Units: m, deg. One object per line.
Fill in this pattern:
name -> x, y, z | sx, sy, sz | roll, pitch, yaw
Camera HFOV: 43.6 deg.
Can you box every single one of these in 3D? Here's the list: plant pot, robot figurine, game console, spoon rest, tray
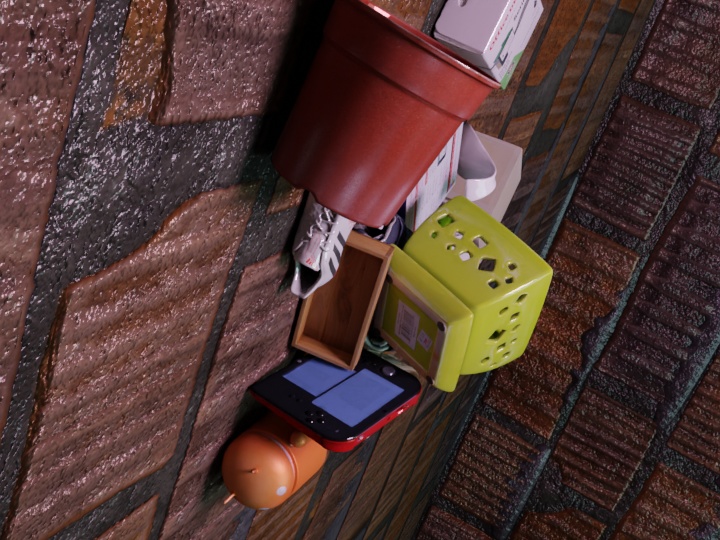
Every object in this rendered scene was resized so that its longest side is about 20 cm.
plant pot -> 0.133, 0.043, 1.321 | 0.181, 0.199, 0.200 | -29, 146, -30
robot figurine -> -0.125, 0.273, 1.313 | 0.200, 0.143, 0.117 | -29, 116, -61
game console -> -0.030, 0.169, 1.277 | 0.200, 0.177, 0.031 | -26, 137, -44
spoon rest -> 0.192, -0.179, 1.527 | 0.200, 0.060, 0.100 | -94, -178, -58
tray -> -0.027, 0.038, 1.267 | 0.037, 0.098, 0.200 | -56, 166, -57
plant pot -> 0.012, -0.165, 0.957 | 0.196, 0.201, 0.201 | -58, 165, 16

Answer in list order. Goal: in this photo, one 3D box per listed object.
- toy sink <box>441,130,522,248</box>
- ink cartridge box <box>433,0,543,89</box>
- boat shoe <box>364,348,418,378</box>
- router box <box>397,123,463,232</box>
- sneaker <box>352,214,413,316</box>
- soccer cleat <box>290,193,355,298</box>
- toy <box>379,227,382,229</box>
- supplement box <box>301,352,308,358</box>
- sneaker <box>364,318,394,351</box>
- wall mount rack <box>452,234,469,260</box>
toy sink -> 0.212, -0.136, 1.685 | 0.200, 0.112, 0.130 | -63, 164, -14
ink cartridge box -> 0.191, -0.366, 1.320 | 0.146, 0.084, 0.200 | -65, 163, 5
boat shoe -> 0.036, 0.164, 1.466 | 0.072, 0.065, 0.200 | -45, 155, 8
router box -> 0.096, -0.150, 1.430 | 0.180, 0.049, 0.200 | -53, 161, -28
sneaker -> -0.001, -0.001, 1.342 | 0.202, 0.077, 0.146 | -51, 152, -5
soccer cleat -> -0.049, -0.048, 1.138 | 0.085, 0.068, 0.200 | -52, 165, -44
toy -> 0.033, -0.164, 1.231 | 0.201, 0.047, 0.115 | -67, 160, 2
supplement box -> -0.034, 0.201, 1.438 | 0.074, 0.126, 0.200 | -51, 162, 0
sneaker -> 0.052, 0.098, 1.468 | 0.200, 0.079, 0.079 | 22, 115, -38
wall mount rack -> 0.159, -0.008, 1.554 | 0.174, 0.074, 0.201 | -12, 94, -52
